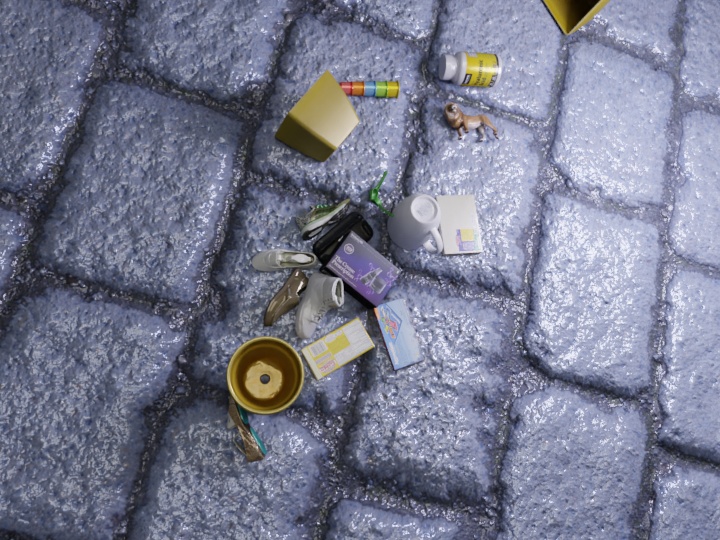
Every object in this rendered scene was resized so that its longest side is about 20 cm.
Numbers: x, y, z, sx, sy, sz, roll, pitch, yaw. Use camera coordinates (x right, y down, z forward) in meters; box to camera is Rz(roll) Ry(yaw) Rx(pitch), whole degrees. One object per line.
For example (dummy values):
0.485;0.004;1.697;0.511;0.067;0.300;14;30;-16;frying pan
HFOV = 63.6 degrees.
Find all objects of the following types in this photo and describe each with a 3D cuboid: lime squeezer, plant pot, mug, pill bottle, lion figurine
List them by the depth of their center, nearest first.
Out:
-0.260;0.290;1.575;0.199;0.189;0.202;3;76;-10;plant pot
0.186;-0.137;1.783;0.147;0.175;0.201;-31;84;-17;mug
-0.123;-0.458;1.805;0.176;0.200;0.200;41;71;-11;plant pot
0.064;-0.230;1.837;0.070;0.038;0.201;-10;50;6;lime squeezer
0.379;-0.506;1.982;0.199;0.072;0.123;5;61;-25;lion figurine
0.376;-0.694;2.000;0.198;0.111;0.112;0;76;-11;pill bottle
0.827;-1.027;2.137;0.176;0.200;0.201;-25;81;-28;plant pot

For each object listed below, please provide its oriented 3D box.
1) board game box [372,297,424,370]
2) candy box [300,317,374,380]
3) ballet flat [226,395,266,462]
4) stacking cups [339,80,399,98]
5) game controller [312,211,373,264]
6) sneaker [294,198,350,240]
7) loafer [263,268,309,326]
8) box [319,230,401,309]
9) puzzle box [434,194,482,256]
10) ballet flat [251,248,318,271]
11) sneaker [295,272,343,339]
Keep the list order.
0.115;0.192;1.766;0.102;0.019;0.201;-15;79;-16;board game box
-0.067;0.231;1.715;0.199;0.026;0.103;-28;85;-16;candy box
-0.328;0.434;1.591;0.065;0.071;0.201;-28;79;-2;ballet flat
0.028;-0.610;1.940;0.198;0.061;0.061;1;75;-8;stacking cups
-0.052;-0.093;1.801;0.200;0.042;0.105;-41;101;-17;game controller
-0.118;-0.181;1.791;0.199;0.077;0.089;-34;76;-20;sneaker
-0.214;0.085;1.697;0.067;0.076;0.201;31;72;4;loafer
0.000;0.000;1.745;0.200;0.079;0.142;38;70;-11;box
0.318;-0.148;1.891;0.132;0.025;0.202;-3;76;-12;puzzle box
-0.224;-0.035;1.731;0.198;0.069;0.070;0;76;-11;ballet flat
-0.114;0.109;1.680;0.115;0.074;0.201;9;80;37;sneaker
